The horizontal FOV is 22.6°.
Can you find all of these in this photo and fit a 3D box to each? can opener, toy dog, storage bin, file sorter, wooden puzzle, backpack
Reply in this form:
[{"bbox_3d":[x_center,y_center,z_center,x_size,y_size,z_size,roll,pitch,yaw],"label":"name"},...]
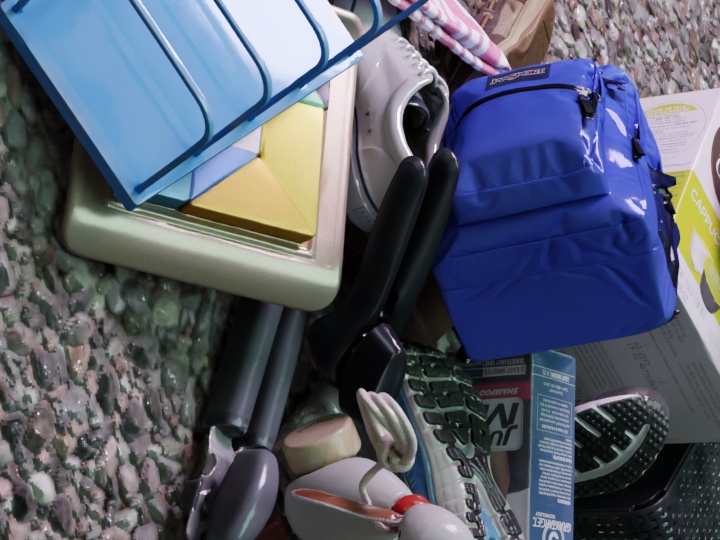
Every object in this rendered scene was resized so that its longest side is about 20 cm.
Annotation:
[{"bbox_3d":[0.022,0.006,1.153,0.063,0.079,0.200,-20,139,-48],"label":"can opener"},{"bbox_3d":[-0.065,0.095,1.139,0.053,0.066,0.200,45,45,-42],"label":"can opener"},{"bbox_3d":[-0.011,0.156,1.098,0.096,0.200,0.132,-30,86,-15],"label":"toy dog"},{"bbox_3d":[0.227,0.173,1.466,0.200,0.135,0.094,-47,122,-47],"label":"storage bin"},{"bbox_3d":[-0.078,-0.156,1.040,0.200,0.123,0.139,-37,95,-34],"label":"file sorter"},{"bbox_3d":[-0.083,-0.090,1.107,0.185,0.037,0.200,15,73,-28],"label":"wooden puzzle"},{"bbox_3d":[0.133,-0.062,1.224,0.200,0.162,0.168,-79,158,-53],"label":"backpack"}]

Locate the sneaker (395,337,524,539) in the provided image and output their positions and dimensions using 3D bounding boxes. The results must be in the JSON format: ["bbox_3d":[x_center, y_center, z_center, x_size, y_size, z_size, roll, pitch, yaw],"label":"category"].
[{"bbox_3d":[0.039,0.138,1.207,0.078,0.090,0.200,17,50,-47],"label":"sneaker"}]

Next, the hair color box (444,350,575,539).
[{"bbox_3d":[0.092,0.157,1.254,0.061,0.100,0.200,18,69,-50],"label":"hair color box"}]

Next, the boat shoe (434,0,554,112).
[{"bbox_3d":[0.090,-0.163,1.394,0.200,0.072,0.072,-55,155,-48],"label":"boat shoe"}]

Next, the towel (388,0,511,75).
[{"bbox_3d":[0.027,-0.221,1.276,0.200,0.030,0.146,30,25,-48],"label":"towel"}]

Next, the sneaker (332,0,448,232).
[{"bbox_3d":[0.025,-0.118,1.206,0.073,0.071,0.200,36,42,-50],"label":"sneaker"}]

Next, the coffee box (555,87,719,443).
[{"bbox_3d":[0.208,0.001,1.414,0.200,0.200,0.198,58,42,-32],"label":"coffee box"}]

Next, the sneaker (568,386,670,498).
[{"bbox_3d":[0.145,0.135,1.328,0.074,0.200,0.080,47,32,-13],"label":"sneaker"}]

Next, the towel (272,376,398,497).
[{"bbox_3d":[0.008,0.164,1.251,0.133,0.034,0.200,-52,125,-46],"label":"towel"}]

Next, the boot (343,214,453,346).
[{"bbox_3d":[0.000,0.000,1.247,0.186,0.064,0.200,-54,129,-44],"label":"boot"}]
